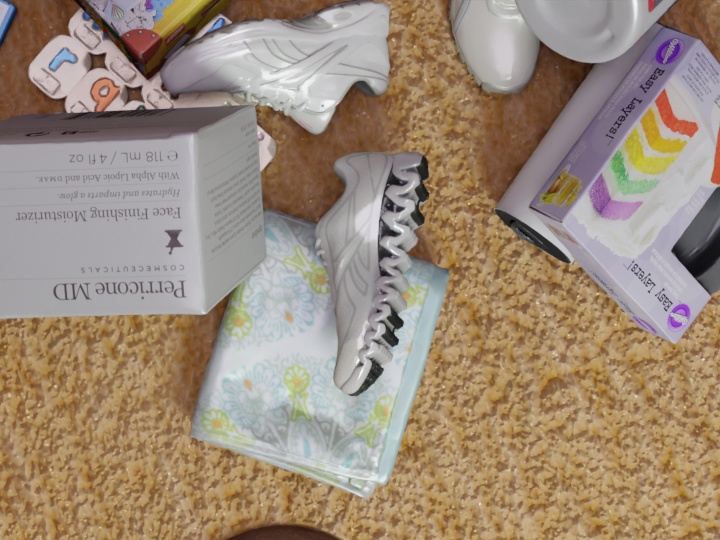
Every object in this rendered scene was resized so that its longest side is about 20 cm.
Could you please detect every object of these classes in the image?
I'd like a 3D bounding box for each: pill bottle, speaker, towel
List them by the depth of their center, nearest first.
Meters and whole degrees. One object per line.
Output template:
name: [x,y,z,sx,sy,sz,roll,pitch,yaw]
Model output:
pill bottle: [0.218,-0.263,1.306,0.120,0.120,0.200,49,54,-2]
towel: [-0.034,0.068,1.347,0.170,0.048,0.202,18,88,-5]
speaker: [0.195,-0.106,1.352,0.081,0.081,0.201,36,86,-3]

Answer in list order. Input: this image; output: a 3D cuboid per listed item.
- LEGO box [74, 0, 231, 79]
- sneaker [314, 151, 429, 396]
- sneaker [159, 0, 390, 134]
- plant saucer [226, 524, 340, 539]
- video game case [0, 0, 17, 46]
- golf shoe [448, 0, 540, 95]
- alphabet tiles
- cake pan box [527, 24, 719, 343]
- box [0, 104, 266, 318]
LEGO box: [-0.152,-0.279,1.316,0.149,0.077,0.200,45,83,2]
sneaker: [0.000,0.000,1.301,0.080,0.075,0.202,9,75,9]
sneaker: [-0.060,-0.155,1.322,0.198,0.078,0.100,-13,96,-17]
plant saucer: [-0.064,0.312,1.347,0.199,0.037,0.202,0,90,-4]
video game case: [-0.385,-0.154,1.337,0.142,0.018,0.201,24,87,-4]
golf shoe: [0.114,-0.245,1.339,0.078,0.097,0.202,-4,91,-6]
alphabet tiles: [-0.171,-0.131,1.355,0.200,0.015,0.196,41,87,-3]
cake pan box: [0.249,-0.063,1.324,0.185,0.052,0.200,-50,129,-4]
box: [-0.188,-0.047,1.234,0.197,0.200,0.132,-2,101,9]
